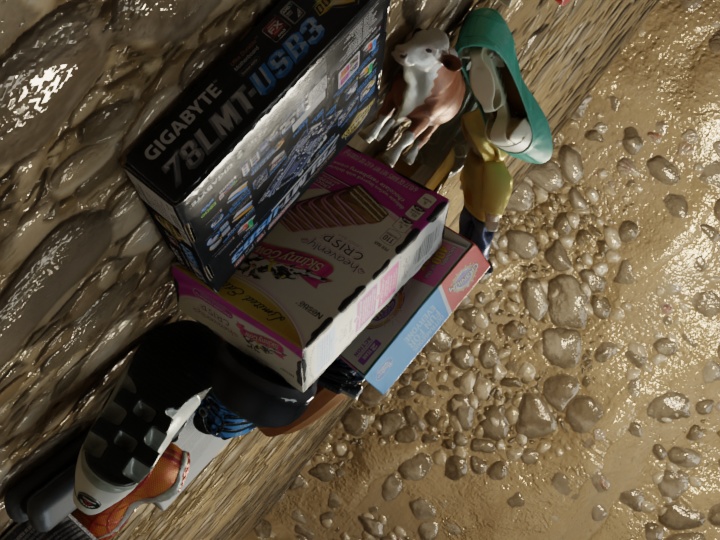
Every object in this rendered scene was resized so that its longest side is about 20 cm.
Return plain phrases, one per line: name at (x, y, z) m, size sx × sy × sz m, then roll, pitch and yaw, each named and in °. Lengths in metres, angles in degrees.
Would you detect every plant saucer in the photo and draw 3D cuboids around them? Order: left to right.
plant saucer at (-0.038, 0.120, 1.162) m, size 0.200 × 0.032 × 0.200 m, roll -41°, pitch -171°, yaw 8°

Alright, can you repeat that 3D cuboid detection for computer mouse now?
computer mouse at (-0.074, 0.094, 0.861) m, size 0.053 × 0.138 × 0.200 m, roll -62°, pitch 175°, yaw 9°

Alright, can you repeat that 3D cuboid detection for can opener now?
can opener at (-0.228, 0.144, 0.886) m, size 0.200 × 0.053 × 0.067 m, roll -40°, pitch 135°, yaw -50°

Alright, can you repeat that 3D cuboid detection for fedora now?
fedora at (0.028, -0.073, 1.134) m, size 0.201 × 0.082 × 0.201 m, roll -55°, pitch 175°, yaw -7°

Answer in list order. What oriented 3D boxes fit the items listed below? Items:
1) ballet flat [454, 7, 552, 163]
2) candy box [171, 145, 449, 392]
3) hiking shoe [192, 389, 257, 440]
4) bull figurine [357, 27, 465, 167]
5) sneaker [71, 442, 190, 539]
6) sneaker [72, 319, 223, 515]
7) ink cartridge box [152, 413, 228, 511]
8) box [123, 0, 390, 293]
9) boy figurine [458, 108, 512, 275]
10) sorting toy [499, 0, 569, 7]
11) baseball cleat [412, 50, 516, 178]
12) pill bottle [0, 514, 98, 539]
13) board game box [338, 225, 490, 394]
ballet flat at (0.145, -0.175, 1.054) m, size 0.071 × 0.067 × 0.201 m, roll -58°, pitch 134°, yaw -34°
candy box at (-0.037, -0.014, 0.828) m, size 0.200 × 0.136 × 0.061 m, roll -46°, pitch 155°, yaw -32°
hiking shoe at (-0.135, 0.139, 1.035) m, size 0.087 × 0.074 × 0.200 m, roll -41°, pitch 161°, yaw -4°
bull figurine at (0.055, -0.162, 0.950) m, size 0.122 × 0.065 × 0.200 m, roll -50°, pitch 171°, yaw 12°
sneaker at (-0.248, 0.212, 1.007) m, size 0.200 × 0.077 × 0.073 m, roll -40°, pitch -152°, yaw 34°
sneaker at (-0.184, 0.121, 0.849) m, size 0.089 × 0.074 × 0.200 m, roll -51°, pitch -177°, yaw 41°
ink cartridge box at (-0.184, 0.147, 1.112) m, size 0.200 × 0.043 × 0.174 m, roll -47°, pitch 149°, yaw -24°
box at (-0.060, -0.094, 0.684) m, size 0.200 × 0.050 × 0.199 m, roll -49°, pitch 172°, yaw -12°
boy figurine at (0.139, -0.091, 1.169) m, size 0.125 × 0.064 × 0.201 m, roll -106°, pitch -163°, yaw -56°
sorting toy at (0.243, -0.371, 1.014) m, size 0.200 × 0.070 × 0.199 m, roll -48°, pitch 172°, yaw -19°
baseball cleat at (0.132, -0.190, 1.227) m, size 0.200 × 0.070 × 0.106 m, roll -51°, pitch 179°, yaw 31°
pill bottle at (-0.254, 0.320, 0.939) m, size 0.106 × 0.200 × 0.106 m, roll -48°, pitch 171°, yaw -10°
board game box at (0.000, 0.000, 0.938) m, size 0.153 × 0.200 × 0.040 m, roll -49°, pitch 138°, yaw -4°
